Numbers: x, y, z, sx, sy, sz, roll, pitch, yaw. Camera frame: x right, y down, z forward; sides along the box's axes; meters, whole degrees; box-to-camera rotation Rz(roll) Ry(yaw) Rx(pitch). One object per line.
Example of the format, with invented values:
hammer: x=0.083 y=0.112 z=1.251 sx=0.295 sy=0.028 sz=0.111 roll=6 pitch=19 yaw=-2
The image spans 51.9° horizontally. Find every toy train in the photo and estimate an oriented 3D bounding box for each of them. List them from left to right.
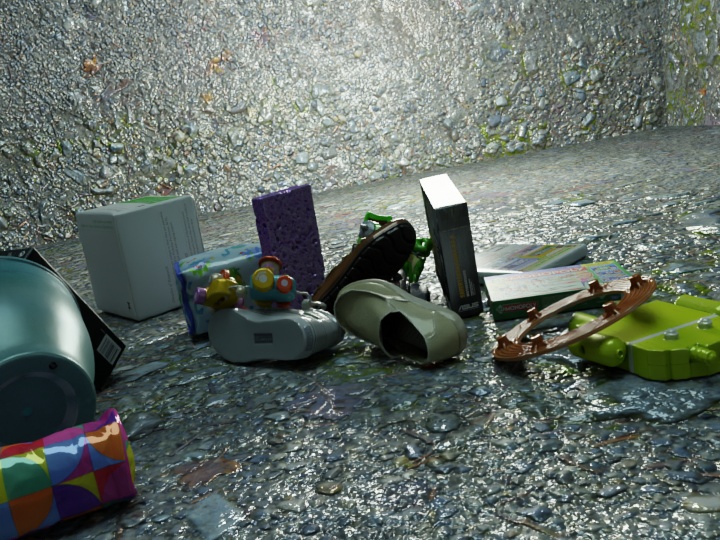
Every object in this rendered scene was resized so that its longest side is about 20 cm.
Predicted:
toy train: x=-0.149 y=0.034 z=1.049 sx=0.196 sy=0.057 sz=0.149 roll=-14 pitch=-28 yaw=30

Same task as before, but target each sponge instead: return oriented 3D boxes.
sponge: x=-0.103 y=-0.023 z=1.141 sx=0.029 sy=0.206 sz=0.110 roll=-2 pitch=13 yaw=39

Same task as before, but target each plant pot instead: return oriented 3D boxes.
plant pot: x=-0.374 y=0.111 z=0.793 sx=0.196 sy=0.206 sz=0.187 roll=-16 pitch=28 yaw=-31

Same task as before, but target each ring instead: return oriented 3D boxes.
ring: x=0.236 y=0.048 z=0.838 sx=0.197 sy=0.020 sz=0.200 roll=-28 pitch=2 yaw=1

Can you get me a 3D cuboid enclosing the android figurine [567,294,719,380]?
android figurine: x=0.316 y=0.068 z=0.789 sx=0.177 sy=0.042 sz=0.199 roll=-13 pitch=11 yaw=-17

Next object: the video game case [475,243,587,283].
video game case: x=0.258 y=-0.012 z=1.248 sx=0.179 sy=0.023 sz=0.197 roll=2 pitch=16 yaw=43

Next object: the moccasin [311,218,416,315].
moccasin: x=0.001 y=0.001 z=1.081 sx=0.202 sy=0.073 sz=0.078 roll=-50 pitch=21 yaw=13

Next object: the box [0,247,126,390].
box: x=-0.427 y=0.069 z=0.968 sx=0.138 sy=0.202 sz=0.080 roll=-1 pitch=48 yaw=29

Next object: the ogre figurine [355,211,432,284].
ogre figurine: x=0.048 y=-0.034 z=1.205 sx=0.117 sy=0.100 sz=0.200 roll=22 pitch=9 yaw=1

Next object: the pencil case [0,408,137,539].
pencil case: x=-0.294 y=0.184 z=0.633 sx=0.195 sy=0.091 sz=0.088 roll=-13 pitch=12 yaw=-22

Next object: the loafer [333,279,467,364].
loafer: x=0.036 y=0.063 z=0.909 sx=0.196 sy=0.078 sz=0.067 roll=12 pitch=22 yaw=39

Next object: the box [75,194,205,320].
box: x=-0.418 y=-0.031 z=1.429 sx=0.169 sy=0.206 sz=0.196 roll=-21 pitch=18 yaw=-38

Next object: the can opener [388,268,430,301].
can opener: x=0.055 y=0.041 z=1.056 sx=0.076 sy=0.065 sz=0.200 roll=-9 pitch=12 yaw=12

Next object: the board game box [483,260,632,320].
board game box: x=0.276 y=0.026 z=1.041 sx=0.194 sy=0.030 sz=0.135 roll=-8 pitch=13 yaw=6

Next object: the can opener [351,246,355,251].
can opener: x=-0.008 y=0.003 z=1.271 sx=0.052 sy=0.069 sz=0.200 roll=-9 pitch=12 yaw=1

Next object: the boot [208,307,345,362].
boot: x=-0.114 y=0.087 z=1.008 sx=0.196 sy=0.076 sz=0.094 roll=4 pitch=4 yaw=38

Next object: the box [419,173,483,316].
box: x=0.133 y=-0.042 z=1.100 sx=0.047 sy=0.163 sz=0.201 roll=-12 pitch=19 yaw=2

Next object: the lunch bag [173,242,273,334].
lunch bag: x=-0.218 y=0.019 z=1.220 sx=0.165 sy=0.131 sz=0.200 roll=-13 pitch=16 yaw=-15
